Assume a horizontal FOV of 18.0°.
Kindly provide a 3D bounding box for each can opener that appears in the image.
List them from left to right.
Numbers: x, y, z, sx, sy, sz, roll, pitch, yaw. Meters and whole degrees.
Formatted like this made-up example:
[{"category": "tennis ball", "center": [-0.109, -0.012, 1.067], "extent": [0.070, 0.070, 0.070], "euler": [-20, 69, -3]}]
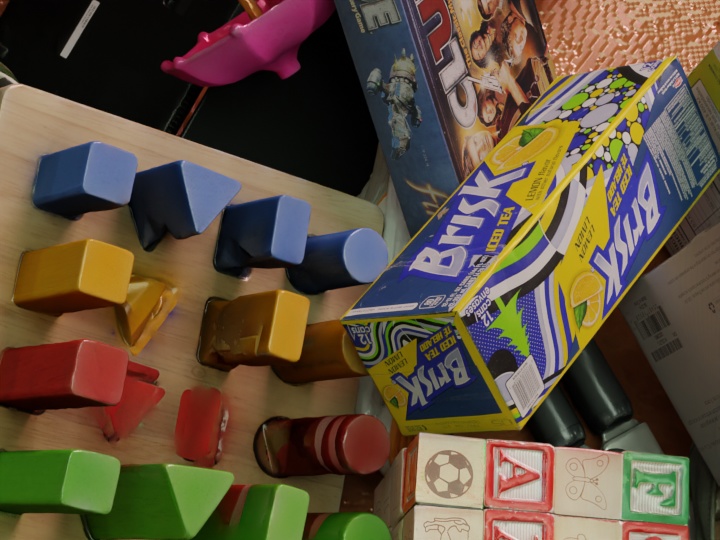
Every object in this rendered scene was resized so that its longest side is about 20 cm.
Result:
[{"category": "can opener", "center": [0.109, 0.066, 1.106], "extent": [0.053, 0.066, 0.200], "euler": [-26, 74, -13]}]

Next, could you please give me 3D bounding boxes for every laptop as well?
[{"category": "laptop", "center": [-0.059, -0.122, 1.141], "extent": [0.200, 0.103, 0.177], "euler": [29, 87, 28]}]

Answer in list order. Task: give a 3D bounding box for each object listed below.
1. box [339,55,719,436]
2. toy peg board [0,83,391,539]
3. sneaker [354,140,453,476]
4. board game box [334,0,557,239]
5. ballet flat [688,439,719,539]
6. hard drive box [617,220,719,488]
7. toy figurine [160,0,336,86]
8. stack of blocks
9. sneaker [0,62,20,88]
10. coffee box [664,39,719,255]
[{"category": "box", "center": [0.079, -0.013, 0.992], "extent": [0.200, 0.070, 0.064], "euler": [-47, 118, -39]}, {"category": "toy peg board", "center": [-0.065, 0.039, 0.952], "extent": [0.200, 0.098, 0.199], "euler": [18, 75, -33]}, {"category": "sneaker", "center": [0.000, 0.000, 1.097], "extent": [0.092, 0.076, 0.200], "euler": [1, 73, 29]}, {"category": "board game box", "center": [0.044, -0.101, 1.059], "extent": [0.135, 0.035, 0.200], "euler": [-43, 119, -55]}, {"category": "ballet flat", "center": [0.188, 0.163, 1.050], "extent": [0.067, 0.064, 0.200], "euler": [-6, 86, -8]}, {"category": "hard drive box", "center": [0.207, 0.066, 0.959], "extent": [0.077, 0.156, 0.200], "euler": [-26, 83, -16]}, {"category": "toy figurine", "center": [-0.093, -0.165, 1.025], "extent": [0.184, 0.200, 0.150], "euler": [27, 51, 15]}, {"category": "stack of blocks", "center": [0.063, 0.126, 1.007], "extent": [0.115, 0.200, 0.059], "euler": [5, 73, -7]}, {"category": "sneaker", "center": [-0.163, -0.060, 1.061], "extent": [0.200, 0.089, 0.077], "euler": [44, 109, 43]}, {"category": "coffee box", "center": [0.275, -0.041, 1.086], "extent": [0.200, 0.198, 0.200], "euler": [-27, 81, -15]}]
